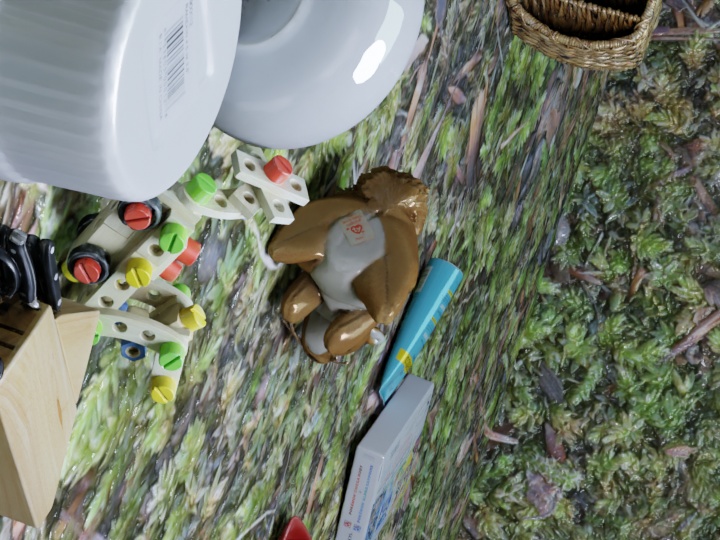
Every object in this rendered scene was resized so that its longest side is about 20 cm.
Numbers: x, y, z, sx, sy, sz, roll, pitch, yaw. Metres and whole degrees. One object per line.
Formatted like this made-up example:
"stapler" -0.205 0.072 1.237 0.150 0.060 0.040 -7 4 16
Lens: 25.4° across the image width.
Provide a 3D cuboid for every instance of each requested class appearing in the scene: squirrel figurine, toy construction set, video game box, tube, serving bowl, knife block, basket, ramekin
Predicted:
"squirrel figurine" 0.000 0.000 1.596 0.187 0.140 0.201 95 21 -57
"toy construction set" -0.128 -0.008 1.101 0.200 0.131 0.092 -49 -156 18
"video game box" 0.032 0.263 2.137 0.200 0.046 0.184 -49 153 -57
"tube" 0.070 0.081 2.102 0.201 0.050 0.078 -62 162 -15
"serving bowl" -0.060 -0.186 1.072 0.066 0.198 0.202 10 97 -65
"knife block" -0.232 0.065 0.967 0.175 0.063 0.202 -8 114 -73
"basket" 0.297 -0.367 2.128 0.149 0.198 0.144 80 32 -64
"ramekin" -0.150 -0.139 0.973 0.200 0.097 0.203 17 90 -74

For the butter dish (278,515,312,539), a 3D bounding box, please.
"butter dish" -0.049 0.412 1.828 0.200 0.146 0.202 73 37 -63
